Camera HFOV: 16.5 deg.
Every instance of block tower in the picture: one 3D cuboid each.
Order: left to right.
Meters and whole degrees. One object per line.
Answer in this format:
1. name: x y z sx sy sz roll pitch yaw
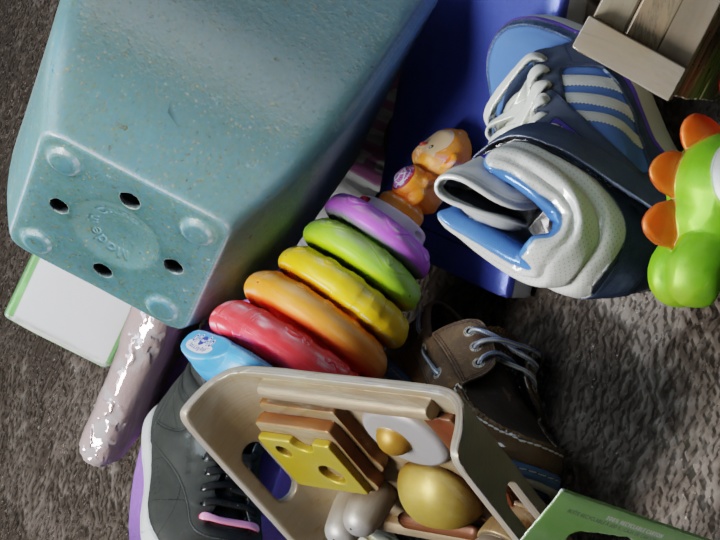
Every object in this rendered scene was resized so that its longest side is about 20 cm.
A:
1. block tower: 0.157 -0.120 1.235 0.058 0.054 0.200 -64 -11 11

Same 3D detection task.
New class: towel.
1. towel: -0.121 0.016 1.631 0.191 0.032 0.200 -58 -9 -77

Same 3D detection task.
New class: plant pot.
1. plant pot: -0.101 -0.088 1.422 0.200 0.196 0.196 -63 1 -36

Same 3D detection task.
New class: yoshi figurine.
1. yoshi figurine: 0.215 -0.056 1.189 0.112 0.112 0.200 29 82 20

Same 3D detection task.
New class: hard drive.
1. hard drive: 0.068 -0.099 1.436 0.132 0.025 0.201 26 111 50

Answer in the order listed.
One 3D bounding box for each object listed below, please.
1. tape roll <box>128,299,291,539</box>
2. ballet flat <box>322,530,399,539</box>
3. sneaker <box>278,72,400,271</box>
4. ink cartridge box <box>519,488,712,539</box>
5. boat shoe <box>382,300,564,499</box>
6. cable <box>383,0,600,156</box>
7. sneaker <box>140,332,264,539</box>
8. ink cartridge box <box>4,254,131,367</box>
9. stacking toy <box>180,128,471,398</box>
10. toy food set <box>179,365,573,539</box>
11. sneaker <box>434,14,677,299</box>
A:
1. tape roll: -0.069 0.122 1.569 0.200 0.066 0.201 -40 39 43
2. ballet flat: 0.008 0.193 1.404 0.067 0.068 0.200 -28 51 24
3. sneaker: -0.026 -0.066 1.613 0.200 0.080 0.089 -54 15 21
4. ink cartridge box: 0.088 0.207 1.195 0.200 0.104 0.059 -55 32 24
5. boat shoe: 0.061 0.064 1.371 0.073 0.072 0.200 -65 28 5
6. cable: 0.090 -0.105 1.469 0.200 0.050 0.097 -47 49 42
7. sneaker: -0.080 0.110 1.451 0.099 0.071 0.200 -60 26 27
8. ink cartridge box: -0.167 -0.030 1.737 0.145 0.084 0.200 -64 2 9
9. stacking toy: 0.000 0.000 1.396 0.200 0.110 0.116 -55 19 -8
10. toy food set: 0.012 0.120 1.292 0.200 0.144 0.061 4 54 43
11. sneaker: 0.086 -0.066 1.283 0.081 0.146 0.200 -55 51 31
